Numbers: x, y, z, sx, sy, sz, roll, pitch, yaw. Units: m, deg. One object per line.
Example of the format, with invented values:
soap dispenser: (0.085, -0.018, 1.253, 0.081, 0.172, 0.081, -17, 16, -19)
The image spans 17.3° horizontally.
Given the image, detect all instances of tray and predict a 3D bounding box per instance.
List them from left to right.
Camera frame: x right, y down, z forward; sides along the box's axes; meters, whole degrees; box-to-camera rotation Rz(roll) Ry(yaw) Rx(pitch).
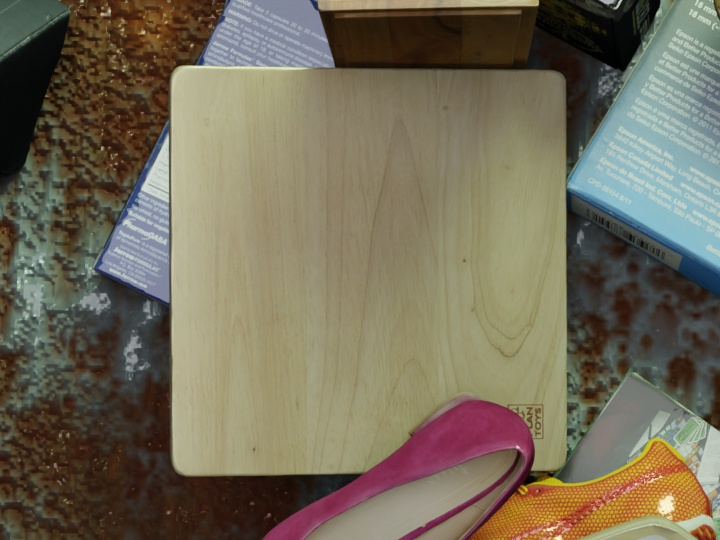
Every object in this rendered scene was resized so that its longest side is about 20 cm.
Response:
tray: (0.033, -0.122, 1.141, 0.098, 0.200, 0.037, -1, 84, 2)

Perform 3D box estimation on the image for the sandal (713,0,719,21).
sandal: (0.267, -0.123, 1.164, 0.199, 0.054, 0.081, 3, 86, -9)

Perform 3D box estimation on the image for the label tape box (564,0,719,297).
label tape box: (0.215, -0.086, 1.217, 0.144, 0.063, 0.200, 31, 84, 9)

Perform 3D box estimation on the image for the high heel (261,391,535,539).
high heel: (0.004, 0.140, 1.121, 0.200, 0.096, 0.067, -41, 102, -2)

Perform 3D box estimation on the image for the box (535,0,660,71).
box: (0.057, -0.180, 1.199, 0.200, 0.161, 0.049, 31, 86, 9)

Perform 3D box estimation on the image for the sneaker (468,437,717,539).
sneaker: (0.081, 0.150, 1.186, 0.200, 0.073, 0.077, -23, 49, 6)

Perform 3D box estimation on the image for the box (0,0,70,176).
box: (-0.290, -0.105, 1.198, 0.200, 0.197, 0.118, 34, 131, 9)

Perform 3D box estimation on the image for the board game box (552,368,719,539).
board game box: (0.122, 0.161, 1.214, 0.105, 0.023, 0.200, 36, 87, 9)

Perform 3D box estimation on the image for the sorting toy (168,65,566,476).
sorting toy: (0.000, 0.000, 1.199, 0.198, 0.070, 0.201, 0, 90, -9)

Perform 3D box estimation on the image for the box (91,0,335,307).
box: (-0.044, -0.063, 1.258, 0.121, 0.032, 0.200, 26, 87, 8)

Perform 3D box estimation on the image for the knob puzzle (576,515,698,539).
knob puzzle: (0.127, 0.214, 1.145, 0.219, 0.030, 0.220, 0, 110, 1)
